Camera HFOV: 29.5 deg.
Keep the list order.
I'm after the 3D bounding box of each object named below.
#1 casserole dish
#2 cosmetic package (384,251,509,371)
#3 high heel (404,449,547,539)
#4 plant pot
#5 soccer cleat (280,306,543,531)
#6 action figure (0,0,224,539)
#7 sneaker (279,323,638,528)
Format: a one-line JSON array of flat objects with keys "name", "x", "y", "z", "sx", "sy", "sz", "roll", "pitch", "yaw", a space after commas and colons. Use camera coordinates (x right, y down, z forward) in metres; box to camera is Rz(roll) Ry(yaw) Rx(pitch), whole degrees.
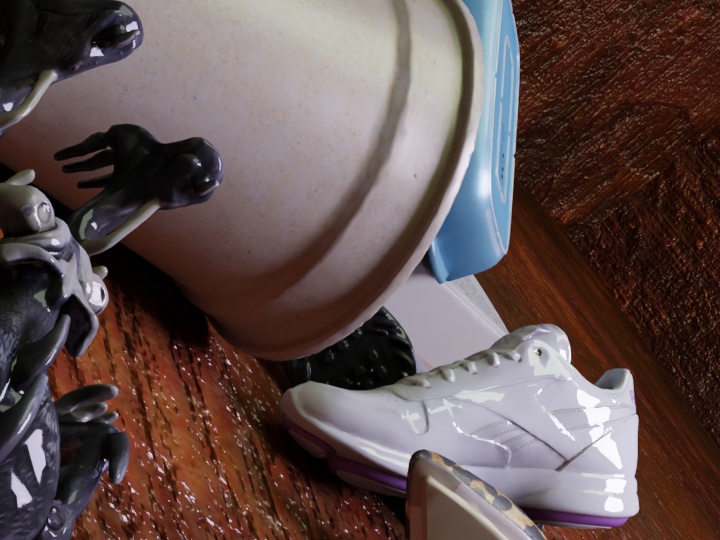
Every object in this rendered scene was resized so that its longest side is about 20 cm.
[{"name": "casserole dish", "x": 0.067, "y": -0.088, "z": 0.797, "sx": 0.121, "sy": 0.038, "sz": 0.202, "roll": 63, "pitch": 31, "yaw": -61}, {"name": "cosmetic package", "x": 0.000, "y": 0.000, "z": 0.843, "sx": 0.200, "sy": 0.087, "sz": 0.104, "roll": 42, "pitch": 15, "yaw": -43}, {"name": "high heel", "x": 0.068, "y": 0.146, "z": 0.673, "sx": 0.201, "sy": 0.071, "sz": 0.143, "roll": 61, "pitch": 10, "yaw": -18}, {"name": "plant pot", "x": -0.078, "y": -0.086, "z": 0.609, "sx": 0.183, "sy": 0.201, "sz": 0.201, "roll": 27, "pitch": 23, "yaw": -36}, {"name": "soccer cleat", "x": 0.019, "y": 0.081, "z": 0.750, "sx": 0.200, "sy": 0.068, "sz": 0.073, "roll": 48, "pitch": -9, "yaw": -8}, {"name": "action figure", "x": -0.106, "y": 0.018, "z": 0.347, "sx": 0.119, "sy": 0.101, "sz": 0.201, "roll": 53, "pitch": 35, "yaw": -29}, {"name": "sneaker", "x": 0.053, "y": 0.070, "z": 0.689, "sx": 0.198, "sy": 0.101, "sz": 0.075, "roll": 13, "pitch": -10, "yaw": -22}]
